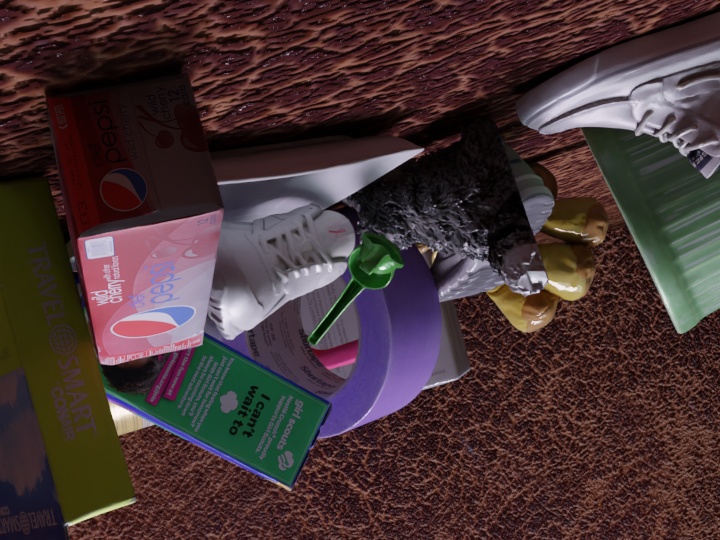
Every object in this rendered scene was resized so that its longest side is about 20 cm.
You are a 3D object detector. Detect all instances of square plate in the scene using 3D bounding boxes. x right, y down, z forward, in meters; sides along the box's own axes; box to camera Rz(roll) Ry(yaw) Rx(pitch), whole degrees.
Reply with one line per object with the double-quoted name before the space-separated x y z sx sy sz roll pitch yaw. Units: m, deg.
"square plate" -0.089 -0.048 0.679 0.199 0.029 0.198 -14 174 -37

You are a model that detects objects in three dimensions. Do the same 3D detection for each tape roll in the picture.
"tape roll" -0.030 0.046 0.923 0.199 0.201 0.085 -20 175 36

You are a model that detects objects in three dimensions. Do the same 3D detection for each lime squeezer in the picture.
"lime squeezer" 0.000 0.000 0.725 0.070 0.038 0.200 -33 174 -20

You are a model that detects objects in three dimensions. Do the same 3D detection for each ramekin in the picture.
"ramekin" 0.260 -0.060 0.816 0.097 0.201 0.200 -26 173 15

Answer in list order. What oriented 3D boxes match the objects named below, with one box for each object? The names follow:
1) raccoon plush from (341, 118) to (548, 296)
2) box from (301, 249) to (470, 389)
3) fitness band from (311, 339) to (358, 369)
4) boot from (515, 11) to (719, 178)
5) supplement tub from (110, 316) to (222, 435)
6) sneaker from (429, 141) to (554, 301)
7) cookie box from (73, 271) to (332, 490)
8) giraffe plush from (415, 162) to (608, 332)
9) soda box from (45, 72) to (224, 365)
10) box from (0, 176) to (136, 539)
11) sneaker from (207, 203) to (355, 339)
"raccoon plush" 0.049 -0.038 0.720 0.133 0.097 0.200 -18 -162 9
"box" 0.014 0.059 1.249 0.199 0.200 0.171 -16 176 11
"fitness band" -0.031 0.025 1.022 0.199 0.145 0.037 -21 172 41
"boot" 0.208 -0.105 0.662 0.199 0.096 0.073 -19 175 19
"supplement tub" -0.216 0.082 1.012 0.199 0.146 0.145 -15 175 -19
"sneaker" 0.105 -0.039 0.890 0.074 0.082 0.200 -10 153 -27
"cookie box" -0.146 0.079 0.766 0.199 0.076 0.171 31 168 -22
"giraffe plush" 0.133 -0.041 1.011 0.199 0.174 0.162 18 179 24
"soda box" -0.112 -0.015 0.503 0.063 0.070 0.200 -13 162 -17
"box" -0.186 0.063 0.554 0.047 0.201 0.122 -12 174 -40
"sneaker" -0.055 -0.013 0.675 0.099 0.078 0.200 -24 -177 9
